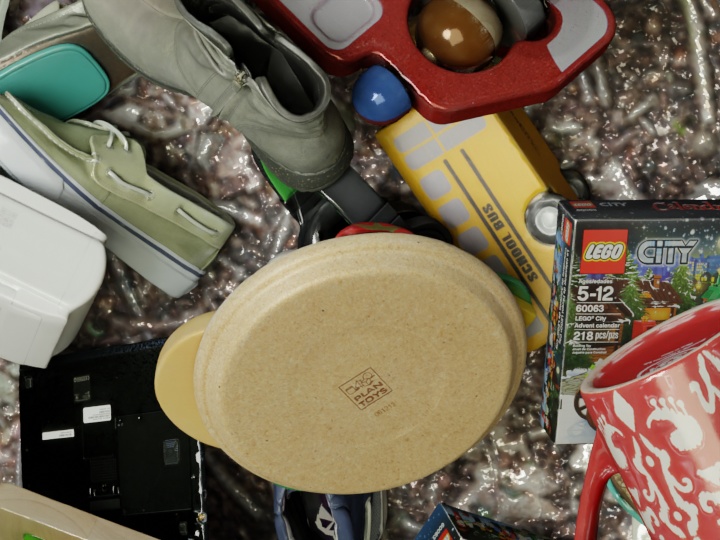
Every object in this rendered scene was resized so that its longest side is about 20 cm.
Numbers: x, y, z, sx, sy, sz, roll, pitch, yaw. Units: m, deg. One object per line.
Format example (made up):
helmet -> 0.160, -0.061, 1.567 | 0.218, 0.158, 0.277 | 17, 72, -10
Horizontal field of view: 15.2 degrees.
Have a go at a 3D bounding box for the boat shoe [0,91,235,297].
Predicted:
boat shoe -> -0.157, -0.057, 1.612 | 0.062, 0.072, 0.200 | -49, 131, 3

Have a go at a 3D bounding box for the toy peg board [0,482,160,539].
toy peg board -> -0.143, 0.247, 1.646 | 0.199, 0.098, 0.200 | 19, 149, 12

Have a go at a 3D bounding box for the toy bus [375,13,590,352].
toy bus -> 0.076, -0.057, 1.594 | 0.078, 0.065, 0.200 | -32, 98, 20

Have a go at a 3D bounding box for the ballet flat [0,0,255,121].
ballet flat -> -0.156, -0.142, 1.614 | 0.200, 0.064, 0.067 | -24, 139, 6

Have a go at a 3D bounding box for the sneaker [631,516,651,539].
sneaker -> 0.218, 0.214, 1.640 | 0.084, 0.075, 0.200 | -11, 112, 14

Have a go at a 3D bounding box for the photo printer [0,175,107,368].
photo printer -> -0.238, -0.009, 1.612 | 0.166, 0.200, 0.070 | 26, 74, -4

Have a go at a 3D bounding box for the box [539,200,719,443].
box -> 0.209, 0.029, 1.559 | 0.200, 0.038, 0.137 | -1, 110, -12

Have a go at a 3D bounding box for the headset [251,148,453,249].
headset -> 0.000, 0.000, 1.594 | 0.094, 0.123, 0.200 | -45, 113, -9

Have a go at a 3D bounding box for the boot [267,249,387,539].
boot -> -0.027, 0.092, 1.643 | 0.073, 0.090, 0.200 | -10, 103, 15

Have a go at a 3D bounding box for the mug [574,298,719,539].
mug -> 0.196, 0.136, 1.479 | 0.177, 0.133, 0.200 | -30, 98, -6

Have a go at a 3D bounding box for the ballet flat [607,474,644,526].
ballet flat -> 0.230, 0.148, 1.591 | 0.200, 0.071, 0.065 | 33, 120, -32

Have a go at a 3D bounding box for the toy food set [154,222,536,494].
toy food set -> -0.001, 0.054, 1.542 | 0.198, 0.049, 0.200 | 29, 118, -30

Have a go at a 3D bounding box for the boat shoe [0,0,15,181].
boat shoe -> -0.250, -0.140, 1.637 | 0.076, 0.060, 0.200 | -9, 102, -31

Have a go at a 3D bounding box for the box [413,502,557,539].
box -> 0.055, 0.245, 1.661 | 0.136, 0.038, 0.200 | 20, 113, -32

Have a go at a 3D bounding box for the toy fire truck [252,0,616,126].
toy fire truck -> 0.033, -0.163, 1.499 | 0.168, 0.112, 0.200 | -40, 80, -17

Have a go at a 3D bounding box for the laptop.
laptop -> -0.120, 0.148, 1.678 | 0.177, 0.103, 0.200 | -10, 80, 45

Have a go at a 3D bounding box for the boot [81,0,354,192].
boot -> -0.082, -0.134, 1.488 | 0.200, 0.131, 0.068 | 39, 79, 18
